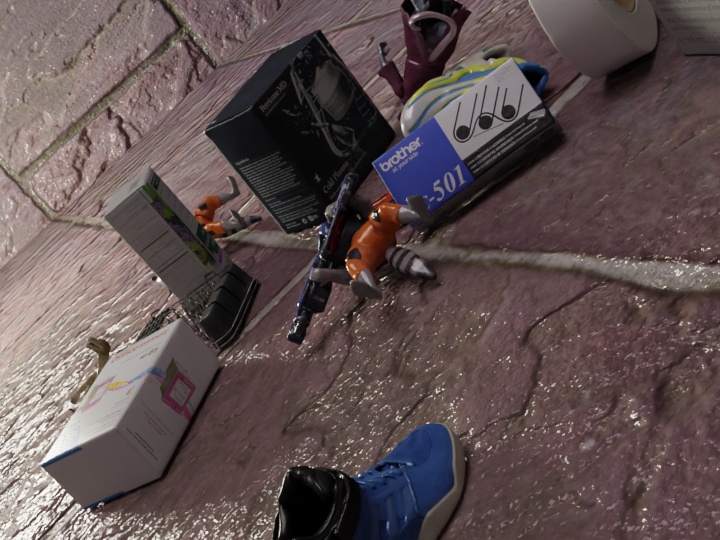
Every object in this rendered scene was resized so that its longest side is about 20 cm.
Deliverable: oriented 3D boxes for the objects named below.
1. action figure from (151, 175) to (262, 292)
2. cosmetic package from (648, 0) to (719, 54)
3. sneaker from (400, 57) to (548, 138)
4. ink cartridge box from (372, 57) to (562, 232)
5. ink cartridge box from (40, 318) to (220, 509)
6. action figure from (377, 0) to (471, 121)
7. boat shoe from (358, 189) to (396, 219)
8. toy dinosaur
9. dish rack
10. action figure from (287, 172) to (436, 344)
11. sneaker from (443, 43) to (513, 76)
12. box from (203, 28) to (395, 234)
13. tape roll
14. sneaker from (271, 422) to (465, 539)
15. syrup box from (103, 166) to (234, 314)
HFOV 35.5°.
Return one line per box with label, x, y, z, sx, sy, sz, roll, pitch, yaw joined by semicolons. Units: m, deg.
action figure;-0.250;-0.031;1.764;0.193;0.104;0.201;-41;44;18
cosmetic package;0.369;-0.342;1.112;0.166;0.200;0.167;-42;19;-6
sneaker;0.145;-0.213;1.368;0.199;0.076;0.105;-31;17;-23
ink cartridge box;0.120;-0.140;1.278;0.199;0.095;0.044;-36;-18;14
ink cartridge box;-0.271;0.169;1.348;0.144;0.085;0.201;-27;23;32
action figure;0.097;-0.285;1.570;0.149;0.132;0.202;-107;25;-58
boat shoe;0.071;-0.113;1.362;0.199;0.063;0.071;-32;23;25
toy dinosaur;-0.348;0.157;1.540;0.200;0.058;0.102;102;-166;-67
dish rack;-0.238;0.078;1.527;0.199;0.055;0.154;-33;20;25
action figure;0.000;0.000;1.238;0.202;0.104;0.193;-69;16;-3
sneaker;0.145;-0.235;1.469;0.093;0.070;0.200;-30;19;40
box;-0.083;-0.197;1.614;0.123;0.197;0.201;-17;30;46
tape roll;0.255;-0.323;1.270;0.070;0.203;0.203;-25;25;35
sneaker;0.003;0.165;0.834;0.076;0.111;0.201;-17;30;47
syrup box;-0.265;-0.039;1.600;0.081;0.200;0.079;-36;21;12
